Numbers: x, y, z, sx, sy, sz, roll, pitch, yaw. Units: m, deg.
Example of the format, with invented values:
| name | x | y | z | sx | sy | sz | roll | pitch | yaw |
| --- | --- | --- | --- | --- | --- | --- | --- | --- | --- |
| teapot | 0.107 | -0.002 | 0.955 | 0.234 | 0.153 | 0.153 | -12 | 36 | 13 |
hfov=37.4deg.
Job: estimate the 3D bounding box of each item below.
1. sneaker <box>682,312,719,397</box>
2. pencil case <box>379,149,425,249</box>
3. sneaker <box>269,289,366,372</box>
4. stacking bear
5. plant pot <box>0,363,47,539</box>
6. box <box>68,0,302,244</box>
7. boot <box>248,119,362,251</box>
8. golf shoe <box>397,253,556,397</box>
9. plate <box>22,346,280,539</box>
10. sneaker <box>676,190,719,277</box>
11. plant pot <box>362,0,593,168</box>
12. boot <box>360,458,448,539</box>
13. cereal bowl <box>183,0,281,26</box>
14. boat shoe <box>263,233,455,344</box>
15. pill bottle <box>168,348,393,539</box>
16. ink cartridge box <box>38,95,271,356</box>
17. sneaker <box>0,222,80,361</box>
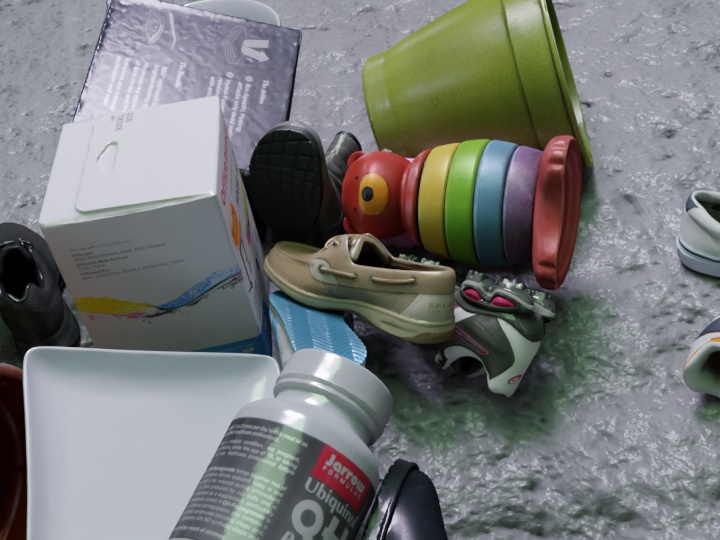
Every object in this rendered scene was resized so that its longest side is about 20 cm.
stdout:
| name | x | y | z | sx | sy | sz | roll | pitch | yaw |
| --- | --- | --- | --- | --- | --- | --- | --- | --- | --- |
| sneaker | 0.329 | 0.091 | 0.767 | 0.079 | 0.079 | 0.199 | -36 | 35 | -31 |
| pencil case | 0.096 | -0.065 | 0.989 | 0.199 | 0.087 | 0.083 | 2 | 54 | 12 |
| sneaker | -0.039 | 0.071 | 0.880 | 0.076 | 0.081 | 0.200 | 2 | 20 | -7 |
| stacking bear | 0.078 | -0.058 | 0.897 | 0.199 | 0.122 | 0.114 | 6 | 10 | 19 |
| plant pot | -0.353 | 0.156 | 0.789 | 0.194 | 0.202 | 0.201 | 5 | 43 | 30 |
| box | -0.171 | -0.151 | 1.057 | 0.199 | 0.118 | 0.198 | 11 | 56 | -6 |
| boot | -0.040 | -0.086 | 0.966 | 0.067 | 0.201 | 0.131 | 16 | 52 | 15 |
| golf shoe | 0.073 | 0.039 | 0.886 | 0.077 | 0.089 | 0.200 | 15 | 2 | -31 |
| plate | -0.143 | 0.151 | 0.772 | 0.199 | 0.032 | 0.201 | 4 | 55 | -25 |
| sneaker | 0.363 | -0.021 | 0.886 | 0.199 | 0.071 | 0.073 | 10 | 46 | 24 |
| plant pot | 0.110 | -0.173 | 1.049 | 0.192 | 0.201 | 0.201 | -15 | 39 | 16 |
| boot | 0.076 | 0.218 | 0.692 | 0.167 | 0.077 | 0.200 | 12 | 31 | 10 |
| cereal bowl | -0.183 | -0.237 | 1.255 | 0.199 | 0.084 | 0.201 | -7 | 41 | 6 |
| boat shoe | 0.000 | 0.000 | 0.873 | 0.199 | 0.065 | 0.071 | 19 | 21 | 38 |
| pill bottle | -0.054 | 0.156 | 0.701 | 0.110 | 0.111 | 0.201 | 12 | 57 | 25 |
| ink cartridge box | -0.167 | -0.020 | 0.919 | 0.144 | 0.201 | 0.148 | -10 | 41 | 2 |
| sneaker | -0.324 | -0.001 | 1.021 | 0.076 | 0.091 | 0.200 | -28 | 42 | -14 |
